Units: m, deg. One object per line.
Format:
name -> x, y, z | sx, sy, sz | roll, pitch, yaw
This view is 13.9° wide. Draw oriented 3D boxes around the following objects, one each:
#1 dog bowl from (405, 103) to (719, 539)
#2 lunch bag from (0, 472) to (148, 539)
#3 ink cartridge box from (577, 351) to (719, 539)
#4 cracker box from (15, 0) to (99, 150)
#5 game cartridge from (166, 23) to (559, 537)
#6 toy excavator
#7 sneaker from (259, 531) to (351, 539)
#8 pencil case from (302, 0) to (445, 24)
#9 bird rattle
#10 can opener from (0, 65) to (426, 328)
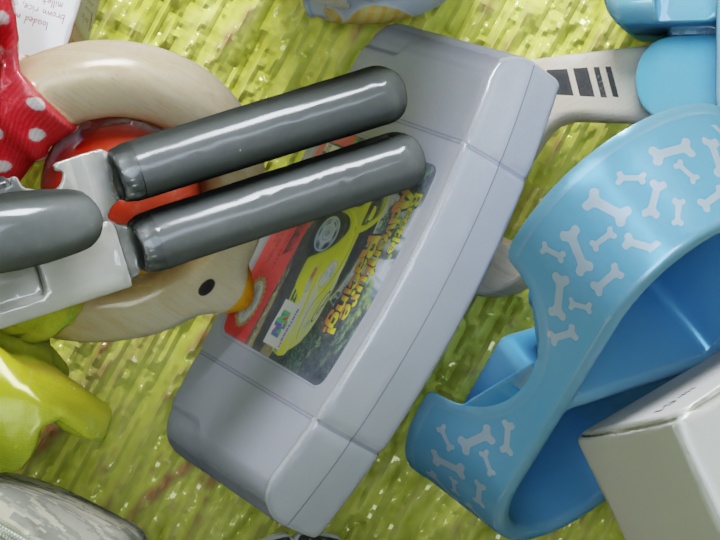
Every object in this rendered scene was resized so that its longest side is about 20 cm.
dog bowl -> 0.093, 0.026, 1.126 | 0.050, 0.111, 0.201 | 50, 133, 26
lunch bag -> -0.139, 0.150, 1.117 | 0.139, 0.200, 0.168 | -43, 87, 1
ink cartridge box -> 0.194, 0.113, 1.107 | 0.144, 0.085, 0.201 | -28, 95, -23
cracker box -> -0.164, -0.159, 1.207 | 0.133, 0.058, 0.201 | 16, 88, 2
game cartridge -> 0.000, 0.000, 1.157 | 0.041, 0.133, 0.201 | 29, 87, -30
toy excavator -> 0.120, -0.086, 1.186 | 0.199, 0.100, 0.196 | 1, 87, 16
sneaker -> 0.033, 0.147, 1.181 | 0.199, 0.080, 0.074 | 20, 81, -14
pencil case -> 0.004, -0.159, 1.133 | 0.090, 0.200, 0.083 | -29, 80, -7
bird rattle -> -0.119, -0.035, 1.148 | 0.162, 0.113, 0.201 | -9, 115, -9
can opener -> -0.070, -0.023, 1.080 | 0.199, 0.066, 0.053 | -18, 102, -14
